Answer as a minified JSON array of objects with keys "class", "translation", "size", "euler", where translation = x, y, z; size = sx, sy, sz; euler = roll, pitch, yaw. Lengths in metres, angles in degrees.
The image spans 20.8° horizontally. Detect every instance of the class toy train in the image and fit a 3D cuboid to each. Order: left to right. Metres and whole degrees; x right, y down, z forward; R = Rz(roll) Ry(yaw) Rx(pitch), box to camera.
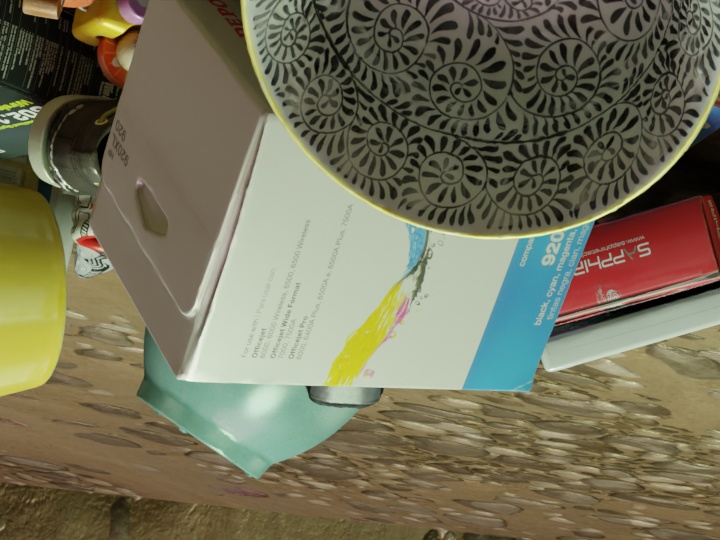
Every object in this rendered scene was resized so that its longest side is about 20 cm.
[{"class":"toy train","translation":[-0.100,-0.129,1.045],"size":[0.198,0.056,0.150],"euler":[11,166,-4]}]

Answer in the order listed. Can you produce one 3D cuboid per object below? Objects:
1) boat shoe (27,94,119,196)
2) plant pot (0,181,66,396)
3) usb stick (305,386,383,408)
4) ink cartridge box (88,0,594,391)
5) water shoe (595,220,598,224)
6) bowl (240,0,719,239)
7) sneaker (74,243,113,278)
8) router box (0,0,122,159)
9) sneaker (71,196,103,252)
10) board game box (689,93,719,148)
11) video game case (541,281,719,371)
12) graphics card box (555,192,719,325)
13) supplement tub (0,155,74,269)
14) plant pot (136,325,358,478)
[{"class":"boat shoe","translation":[-0.092,-0.071,1.136],"size":[0.200,0.073,0.060],"euler":[-8,-164,-40]},{"class":"plant pot","translation":[-0.293,0.012,1.238],"size":[0.187,0.203,0.200],"euler":[-1,172,-27]},{"class":"usb stick","translation":[0.000,0.000,1.265],"size":[0.055,0.202,0.033],"euler":[8,-152,-1]},{"class":"ink cartridge box","translation":[-0.008,-0.040,0.965],"size":[0.198,0.146,0.147],"euler":[3,-150,-31]},{"class":"water shoe","translation":[0.080,-0.064,1.199],"size":[0.078,0.072,0.200],"euler":[-30,145,17]},{"class":"bowl","translation":[0.057,-0.124,0.814],"size":[0.198,0.203,0.094],"euler":[6,-149,11]},{"class":"sneaker","translation":[-0.147,-0.030,1.428],"size":[0.114,0.076,0.200],"euler":[8,170,-8]},{"class":"router box","translation":[-0.247,-0.120,1.166],"size":[0.149,0.063,0.199],"euler":[20,163,-41]},{"class":"sneaker","translation":[-0.088,-0.043,1.269],"size":[0.199,0.109,0.067],"euler":[9,166,1]},{"class":"board game box","translation":[0.107,-0.059,1.106],"size":[0.102,0.020,0.200],"euler":[16,145,-34]},{"class":"video game case","translation":[0.213,0.021,1.245],"size":[0.198,0.024,0.182],"euler":[-16,180,8]},{"class":"graphics card box","translation":[0.176,-0.010,1.150],"size":[0.124,0.051,0.200],"euler":[-17,176,27]},{"class":"supplement tub","translation":[-0.309,-0.031,1.392],"size":[0.198,0.146,0.145],"euler":[14,166,-15]},{"class":"plant pot","translation":[-0.094,0.078,1.550],"size":[0.199,0.135,0.200],"euler":[34,174,4]}]
